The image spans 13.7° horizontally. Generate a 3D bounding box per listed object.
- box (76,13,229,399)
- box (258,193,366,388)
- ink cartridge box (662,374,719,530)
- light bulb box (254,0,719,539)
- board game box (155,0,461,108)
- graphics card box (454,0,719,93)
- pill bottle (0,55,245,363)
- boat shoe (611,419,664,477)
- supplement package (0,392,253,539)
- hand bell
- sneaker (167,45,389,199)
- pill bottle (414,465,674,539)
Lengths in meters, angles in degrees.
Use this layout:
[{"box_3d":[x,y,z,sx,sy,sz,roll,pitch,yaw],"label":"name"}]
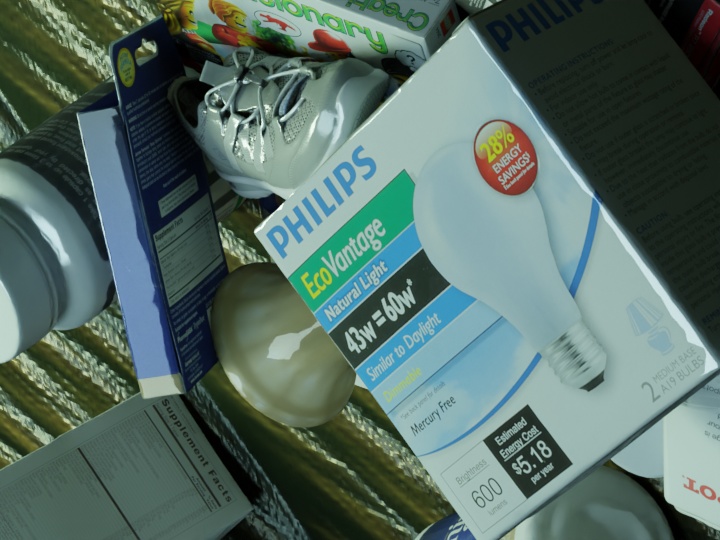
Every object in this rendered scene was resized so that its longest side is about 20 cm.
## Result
[{"box_3d":[-0.116,-0.040,1.713,0.032,0.121,0.201,-8,102,16],"label":"box"},{"box_3d":[0.000,0.000,1.786,0.119,0.041,0.201,18,131,37],"label":"box"},{"box_3d":[0.233,0.050,1.534,0.144,0.084,0.201,24,135,32],"label":"ink cartridge box"},{"box_3d":[0.089,-0.010,1.460,0.200,0.125,0.198,53,133,7],"label":"light bulb box"},{"box_3d":[-0.027,-0.132,1.657,0.199,0.035,0.126,22,155,27],"label":"board game box"},{"box_3d":[0.106,-0.161,1.520,0.200,0.051,0.126,40,144,14],"label":"graphics card box"},{"box_3d":[-0.168,-0.036,1.801,0.113,0.200,0.113,28,138,29],"label":"pill bottle"},{"box_3d":[0.132,0.019,1.609,0.071,0.068,0.200,-15,125,27],"label":"boat shoe"},{"box_3d":[-0.192,0.177,2.003,0.114,0.200,0.110,56,145,8],"label":"supplement package"},{"box_3d":[0.014,0.002,1.686,0.200,0.104,0.104,-35,93,43],"label":"hand bell"},{"box_3d":[-0.053,-0.084,1.639,0.082,0.075,0.200,37,160,-17],"label":"sneaker"},{"box_3d":[0.090,0.190,1.789,0.111,0.111,0.200,54,144,-4],"label":"pill bottle"}]
